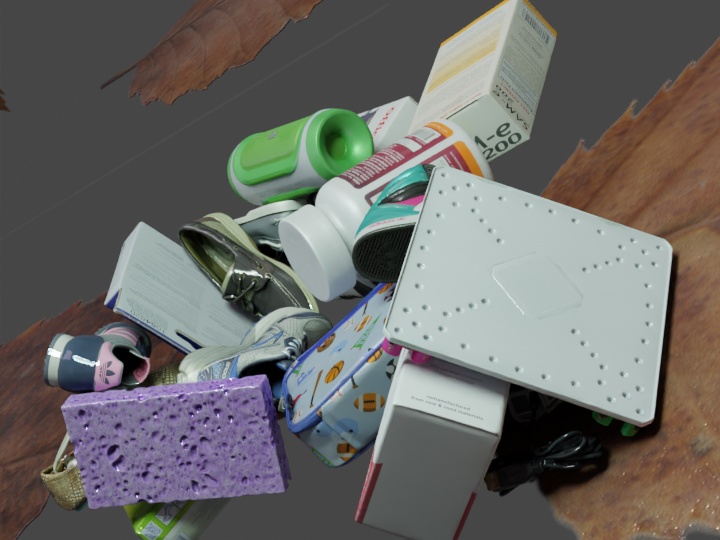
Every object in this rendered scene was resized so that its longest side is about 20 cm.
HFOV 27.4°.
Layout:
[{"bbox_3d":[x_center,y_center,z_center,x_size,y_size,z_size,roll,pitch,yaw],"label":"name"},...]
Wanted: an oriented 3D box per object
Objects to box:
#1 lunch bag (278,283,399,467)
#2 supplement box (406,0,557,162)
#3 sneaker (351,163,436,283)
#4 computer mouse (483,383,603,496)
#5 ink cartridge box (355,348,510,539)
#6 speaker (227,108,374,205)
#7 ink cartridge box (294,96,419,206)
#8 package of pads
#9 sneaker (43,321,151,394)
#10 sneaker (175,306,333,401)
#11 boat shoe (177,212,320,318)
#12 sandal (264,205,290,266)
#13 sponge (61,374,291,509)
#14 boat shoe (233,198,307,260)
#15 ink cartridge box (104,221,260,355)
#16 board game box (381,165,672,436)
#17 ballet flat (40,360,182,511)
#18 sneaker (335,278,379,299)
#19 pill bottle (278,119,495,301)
[{"bbox_3d":[0.009,0.081,1.362,0.200,0.076,0.160,-41,20,11],"label":"lunch bag"},{"bbox_3d":[0.134,-0.198,1.612,0.126,0.074,0.200,-29,27,38],"label":"supplement box"},{"bbox_3d":[0.092,-0.047,1.344,0.199,0.084,0.121,-5,30,5],"label":"sneaker"},{"bbox_3d":[0.150,0.084,1.133,0.110,0.044,0.201,-37,27,43],"label":"computer mouse"},{"bbox_3d":[0.067,0.088,1.139,0.200,0.083,0.146,-72,-2,-47],"label":"ink cartridge box"},{"bbox_3d":[-0.069,-0.122,1.618,0.200,0.088,0.089,-10,42,57],"label":"speaker"},{"bbox_3d":[-0.005,-0.105,1.695,0.200,0.084,0.145,-12,42,56],"label":"ink cartridge box"},{"bbox_3d":[-0.178,0.195,1.522,0.155,0.068,0.200,-50,22,-3],"label":"package of pads"},{"bbox_3d":[-0.239,0.095,1.480,0.200,0.082,0.071,-16,-64,-74],"label":"sneaker"},{"bbox_3d":[-0.086,0.098,1.474,0.085,0.077,0.200,13,28,38],"label":"sneaker"},{"bbox_3d":[-0.127,0.011,1.610,0.066,0.201,0.072,-16,-41,-44],"label":"boat shoe"},{"bbox_3d":[-0.092,-0.059,1.805,0.201,0.075,0.045,-60,15,-23],"label":"sandal"},{"bbox_3d":[-0.172,0.162,1.388,0.199,0.112,0.030,-7,19,12],"label":"sponge"},{"bbox_3d":[-0.120,-0.031,1.687,0.073,0.062,0.200,-10,-6,-36],"label":"boat shoe"},{"bbox_3d":[-0.178,0.055,1.588,0.041,0.199,0.200,-50,17,22],"label":"ink cartridge box"},{"bbox_3d":[0.128,0.019,1.103,0.200,0.199,0.026,-71,-1,-46],"label":"board game box"},{"bbox_3d":[-0.263,0.163,1.556,0.200,0.065,0.070,-51,18,-6],"label":"ballet flat"},{"bbox_3d":[0.000,0.000,1.549,0.073,0.080,0.200,-10,25,-22],"label":"sneaker"},{"bbox_3d":[0.026,-0.057,1.442,0.199,0.110,0.109,-31,16,-18],"label":"pill bottle"}]
